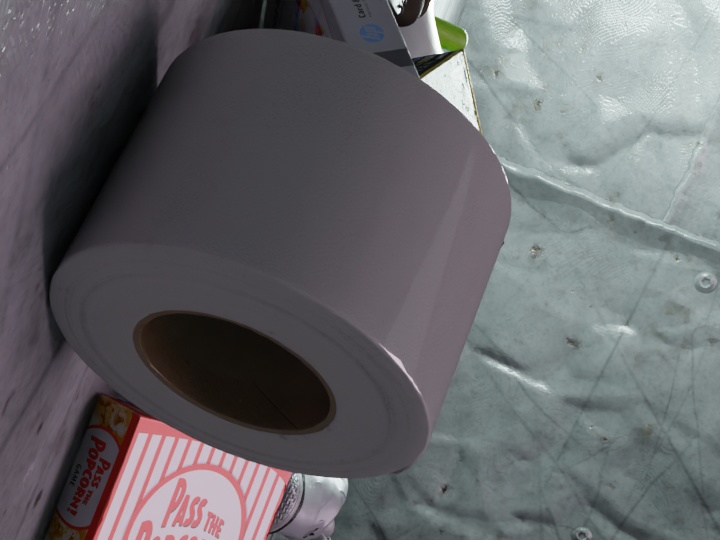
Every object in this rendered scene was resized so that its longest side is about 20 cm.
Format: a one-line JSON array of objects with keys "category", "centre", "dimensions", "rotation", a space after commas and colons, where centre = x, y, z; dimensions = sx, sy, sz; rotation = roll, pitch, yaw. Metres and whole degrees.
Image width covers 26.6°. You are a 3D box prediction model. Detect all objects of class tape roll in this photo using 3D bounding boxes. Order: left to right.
[{"category": "tape roll", "centre": [-0.038, -0.003, 0.772], "dimensions": [0.203, 0.203, 0.139], "rotation": [105, 7, -59]}]

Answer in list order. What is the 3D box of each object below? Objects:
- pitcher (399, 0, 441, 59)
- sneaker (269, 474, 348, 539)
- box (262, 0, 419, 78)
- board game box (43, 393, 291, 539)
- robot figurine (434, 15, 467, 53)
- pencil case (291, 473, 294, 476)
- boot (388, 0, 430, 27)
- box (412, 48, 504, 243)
[{"category": "pitcher", "centre": [0.007, -0.188, 1.240], "dimensions": [0.172, 0.121, 0.200], "rotation": [58, 39, -59]}, {"category": "sneaker", "centre": [-0.077, 0.155, 1.323], "dimensions": [0.115, 0.075, 0.200], "rotation": [43, 18, -48]}, {"category": "box", "centre": [-0.012, -0.112, 0.946], "dimensions": [0.156, 0.041, 0.200], "rotation": [107, -30, -55]}, {"category": "board game box", "centre": [-0.139, 0.193, 0.994], "dimensions": [0.151, 0.046, 0.200], "rotation": [21, 89, -48]}, {"category": "robot figurine", "centre": [0.032, -0.176, 1.507], "dimensions": [0.176, 0.116, 0.200], "rotation": [-63, 178, 16]}, {"category": "pencil case", "centre": [-0.096, 0.130, 1.147], "dimensions": [0.083, 0.091, 0.200], "rotation": [-24, 177, 27]}, {"category": "boot", "centre": [0.005, -0.210, 1.087], "dimensions": [0.200, 0.075, 0.097], "rotation": [65, 37, -62]}, {"category": "box", "centre": [0.052, -0.068, 1.110], "dimensions": [0.200, 0.049, 0.160], "rotation": [-44, 125, -68]}]
